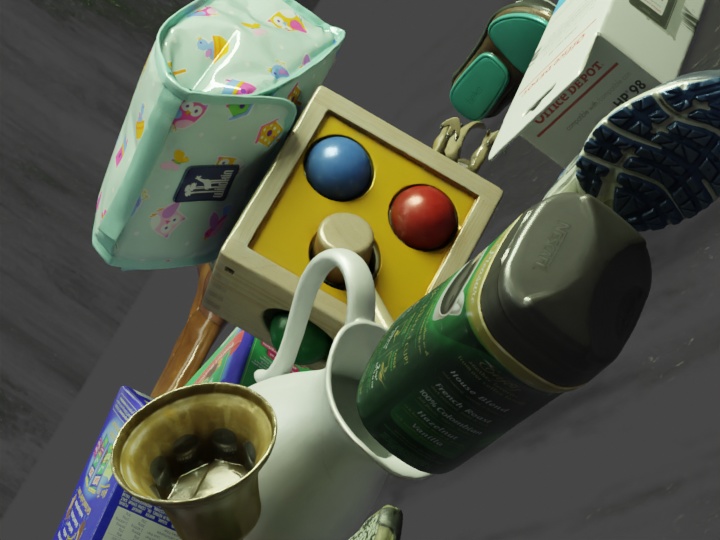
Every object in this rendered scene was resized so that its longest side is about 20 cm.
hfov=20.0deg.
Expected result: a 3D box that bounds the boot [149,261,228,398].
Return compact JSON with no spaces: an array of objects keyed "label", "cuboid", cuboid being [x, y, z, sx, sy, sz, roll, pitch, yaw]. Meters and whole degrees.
[{"label":"boot","cuboid":[-0.192,0.076,2.413,0.201,0.068,0.188,-64,19,-6]}]

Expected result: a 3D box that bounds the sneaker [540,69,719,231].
[{"label":"sneaker","cuboid":[0.156,-0.063,1.164,0.200,0.077,0.085,-44,12,48]}]

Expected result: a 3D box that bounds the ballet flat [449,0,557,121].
[{"label":"ballet flat","cuboid":[0.132,-0.188,1.687,0.068,0.068,0.200,-46,5,-25]}]

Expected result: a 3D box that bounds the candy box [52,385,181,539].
[{"label":"candy box","cuboid":[-0.176,0.198,1.488,0.201,0.077,0.169,-64,13,-2]}]

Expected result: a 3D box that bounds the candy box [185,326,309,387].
[{"label":"candy box","cuboid":[-0.118,0.143,1.714,0.169,0.077,0.200,-49,14,23]}]

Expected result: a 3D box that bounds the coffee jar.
[{"label":"coffee jar","cuboid":[0.081,0.037,1.158,0.105,0.085,0.200,-58,9,-33]}]

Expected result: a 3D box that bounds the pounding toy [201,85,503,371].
[{"label":"pounding toy","cuboid":[0.000,0.000,1.448,0.201,0.183,0.142,-60,0,-26]}]

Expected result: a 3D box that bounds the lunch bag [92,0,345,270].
[{"label":"lunch bag","cuboid":[-0.114,-0.103,1.492,0.171,0.121,0.200,-60,-5,34]}]

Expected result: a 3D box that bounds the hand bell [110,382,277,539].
[{"label":"hand bell","cuboid":[-0.080,0.180,1.279,0.103,0.201,0.105,-9,36,7]}]

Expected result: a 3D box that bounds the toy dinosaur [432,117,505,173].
[{"label":"toy dinosaur","cuboid":[0.069,-0.085,1.665,0.101,0.058,0.201,-45,15,51]}]

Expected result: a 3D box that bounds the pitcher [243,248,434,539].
[{"label":"pitcher","cuboid":[-0.038,0.097,1.342,0.200,0.120,0.173,-41,53,45]}]

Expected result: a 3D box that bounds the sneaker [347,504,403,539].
[{"label":"sneaker","cuboid":[-0.047,0.202,1.218,0.200,0.088,0.077,-50,15,31]}]

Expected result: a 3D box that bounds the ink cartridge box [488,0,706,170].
[{"label":"ink cartridge box","cuboid":[0.167,-0.146,1.379,0.116,0.066,0.201,-43,16,48]}]
